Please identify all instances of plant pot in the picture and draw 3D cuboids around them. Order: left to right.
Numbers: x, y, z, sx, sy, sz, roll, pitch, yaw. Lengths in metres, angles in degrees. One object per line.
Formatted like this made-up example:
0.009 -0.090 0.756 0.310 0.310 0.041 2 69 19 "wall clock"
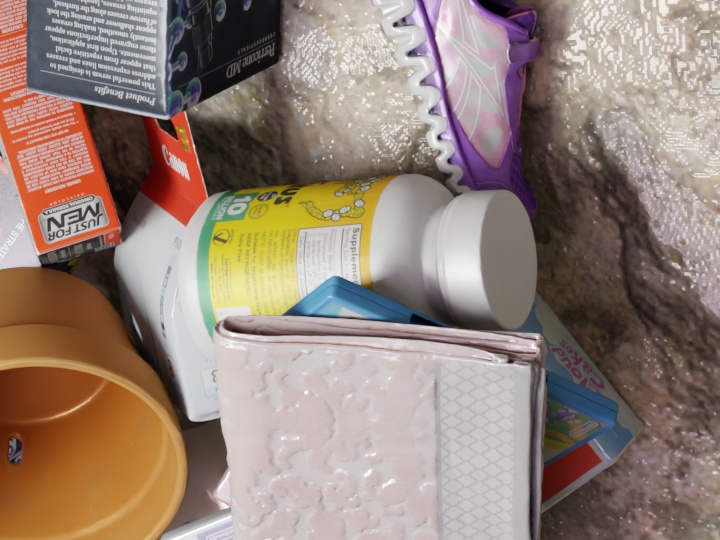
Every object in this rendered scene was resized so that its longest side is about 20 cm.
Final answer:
-0.219 0.091 1.564 0.199 0.140 0.201 -6 129 -7 "plant pot"

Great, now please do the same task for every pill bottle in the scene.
0.000 0.000 1.439 0.199 0.113 0.113 -4 107 28 "pill bottle"

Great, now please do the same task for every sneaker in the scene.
0.075 -0.121 1.460 0.088 0.081 0.201 -20 103 12 "sneaker"

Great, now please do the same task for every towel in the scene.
0.013 0.114 1.384 0.190 0.032 0.201 4 127 9 "towel"

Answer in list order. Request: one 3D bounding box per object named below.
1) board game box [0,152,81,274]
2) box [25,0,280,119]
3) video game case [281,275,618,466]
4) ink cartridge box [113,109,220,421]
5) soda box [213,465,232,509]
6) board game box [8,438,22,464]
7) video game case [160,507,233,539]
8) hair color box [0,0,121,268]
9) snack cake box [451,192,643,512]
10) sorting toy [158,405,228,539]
-0.302 -0.006 1.666 0.165 0.057 0.200 38 101 11 "board game box"
-0.126 -0.214 1.480 0.107 0.148 0.201 13 114 23 "box"
0.033 0.074 1.418 0.199 0.018 0.143 25 146 -21 "video game case"
-0.131 -0.017 1.559 0.047 0.160 0.201 -16 107 -15 "ink cartridge box"
0.012 0.160 1.483 0.200 0.064 0.069 33 107 0 "soda box"
-0.227 0.194 1.703 0.032 0.120 0.201 1 110 43 "board game box"
-0.006 0.220 1.544 0.199 0.023 0.183 -23 99 13 "video game case"
-0.215 -0.108 1.565 0.061 0.102 0.201 -17 87 -7 "hair color box"
0.073 0.062 1.530 0.115 0.067 0.200 -39 89 31 "snack cake box"
-0.084 0.144 1.628 0.199 0.107 0.181 -29 79 14 "sorting toy"
